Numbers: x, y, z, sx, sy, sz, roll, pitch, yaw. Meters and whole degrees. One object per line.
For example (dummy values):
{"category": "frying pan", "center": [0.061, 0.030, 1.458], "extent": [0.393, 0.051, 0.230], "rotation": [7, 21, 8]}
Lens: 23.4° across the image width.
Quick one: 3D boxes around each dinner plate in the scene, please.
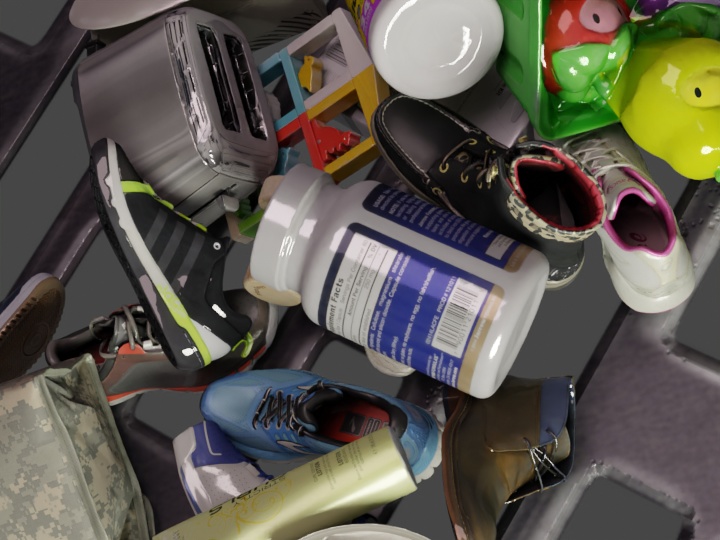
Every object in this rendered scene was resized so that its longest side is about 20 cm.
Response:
{"category": "dinner plate", "center": [-0.164, -0.267, 1.490], "extent": [0.200, 0.024, 0.200], "rotation": [-20, 27, 11]}

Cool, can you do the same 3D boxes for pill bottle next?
{"category": "pill bottle", "center": [0.039, -0.223, 1.368], "extent": [0.104, 0.104, 0.200], "rotation": [-29, 35, 7]}
{"category": "pill bottle", "center": [0.027, 0.003, 1.268], "extent": [0.199, 0.116, 0.116], "rotation": [25, 78, 12]}

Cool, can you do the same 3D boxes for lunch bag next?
{"category": "lunch bag", "center": [-0.261, 0.187, 1.365], "extent": [0.164, 0.118, 0.201], "rotation": [-20, 91, 14]}

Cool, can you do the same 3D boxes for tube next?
{"category": "tube", "center": [-0.058, 0.175, 1.252], "extent": [0.199, 0.058, 0.052], "rotation": [-25, 81, 4]}

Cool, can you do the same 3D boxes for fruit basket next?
{"category": "fruit basket", "center": [0.219, -0.163, 1.290], "extent": [0.215, 0.156, 0.216], "rotation": [-1, 29, 1]}

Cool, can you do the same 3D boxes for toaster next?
{"category": "toaster", "center": [-0.152, -0.128, 1.436], "extent": [0.129, 0.113, 0.201], "rotation": [-27, 68, 28]}

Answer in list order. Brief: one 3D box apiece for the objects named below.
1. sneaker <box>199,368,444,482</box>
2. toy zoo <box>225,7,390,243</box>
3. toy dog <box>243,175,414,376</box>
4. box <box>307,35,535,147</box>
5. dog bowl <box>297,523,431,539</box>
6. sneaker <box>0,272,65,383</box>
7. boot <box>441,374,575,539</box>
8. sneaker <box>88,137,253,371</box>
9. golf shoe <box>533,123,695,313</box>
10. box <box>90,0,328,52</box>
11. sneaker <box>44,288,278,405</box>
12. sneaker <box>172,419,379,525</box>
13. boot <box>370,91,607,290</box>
{"category": "sneaker", "center": [-0.036, 0.106, 1.335], "extent": [0.199, 0.090, 0.079], "rotation": [6, 70, 24]}
{"category": "toy zoo", "center": [-0.045, -0.126, 1.436], "extent": [0.200, 0.020, 0.132], "rotation": [-31, 62, 29]}
{"category": "toy dog", "center": [0.000, 0.000, 1.383], "extent": [0.200, 0.096, 0.132], "rotation": [32, 78, 14]}
{"category": "box", "center": [0.070, -0.164, 1.440], "extent": [0.200, 0.041, 0.156], "rotation": [31, 82, 30]}
{"category": "dog bowl", "center": [0.002, 0.277, 1.227], "extent": [0.199, 0.059, 0.201], "rotation": [0, 84, 1]}
{"category": "sneaker", "center": [-0.343, 0.069, 1.478], "extent": [0.108, 0.070, 0.200], "rotation": [32, 85, 27]}
{"category": "boot", "center": [0.109, 0.133, 1.245], "extent": [0.097, 0.075, 0.200], "rotation": [-8, 33, 8]}
{"category": "sneaker", "center": [-0.145, -0.018, 1.364], "extent": [0.083, 0.072, 0.201], "rotation": [-26, 95, -14]}
{"category": "golf shoe", "center": [0.192, -0.067, 1.315], "extent": [0.075, 0.092, 0.200], "rotation": [-28, 65, -4]}
{"category": "box", "center": [-0.135, -0.229, 1.529], "extent": [0.199, 0.068, 0.082], "rotation": [-19, 61, 13]}
{"category": "sneaker", "center": [-0.164, 0.059, 1.408], "extent": [0.199, 0.082, 0.077], "rotation": [-20, 62, 12]}
{"category": "sneaker", "center": [-0.051, 0.193, 1.317], "extent": [0.115, 0.081, 0.200], "rotation": [-31, 68, 1]}
{"category": "boot", "center": [0.096, -0.078, 1.291], "extent": [0.203, 0.154, 0.073], "rotation": [43, 79, 6]}
